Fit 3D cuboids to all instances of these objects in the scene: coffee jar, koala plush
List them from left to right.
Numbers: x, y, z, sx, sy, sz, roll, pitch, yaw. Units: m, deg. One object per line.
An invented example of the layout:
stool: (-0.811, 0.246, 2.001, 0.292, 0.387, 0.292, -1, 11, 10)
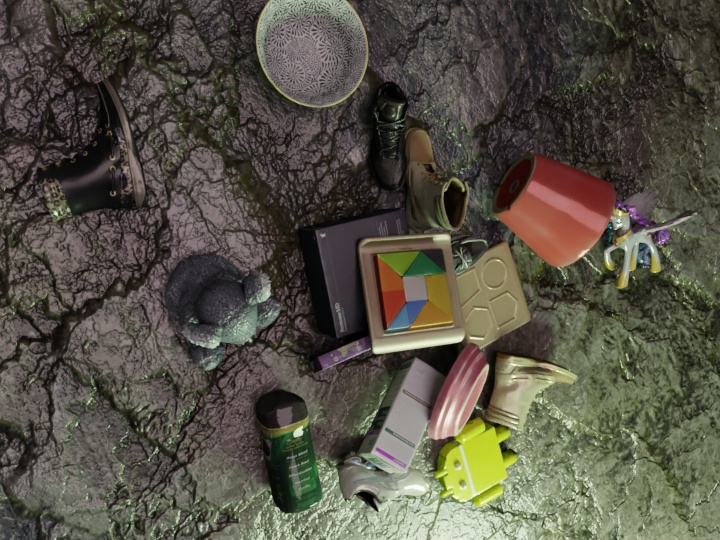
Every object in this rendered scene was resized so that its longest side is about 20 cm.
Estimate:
koala plush: (-0.226, 0.062, 0.986, 0.177, 0.200, 0.185, -38, 107, -15)
coffee jar: (-0.129, 0.320, 1.097, 0.085, 0.104, 0.202, -13, 99, -24)

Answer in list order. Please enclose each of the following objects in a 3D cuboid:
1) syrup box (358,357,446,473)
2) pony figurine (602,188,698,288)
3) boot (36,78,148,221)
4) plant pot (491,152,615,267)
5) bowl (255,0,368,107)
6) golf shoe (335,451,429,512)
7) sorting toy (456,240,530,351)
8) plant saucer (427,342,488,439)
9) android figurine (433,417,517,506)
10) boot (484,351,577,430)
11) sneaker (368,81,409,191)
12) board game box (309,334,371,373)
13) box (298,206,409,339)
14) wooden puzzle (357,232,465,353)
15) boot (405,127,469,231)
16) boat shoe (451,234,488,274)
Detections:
syrup box: (0.080, 0.276, 1.161, 0.081, 0.079, 0.201, 33, 66, -6)
pony figurine: (0.630, -0.085, 1.377, 0.191, 0.167, 0.202, -21, 117, -12)
boot: (-0.429, -0.185, 0.953, 0.152, 0.073, 0.206, -16, 100, -19)
plant pot: (0.379, -0.134, 1.242, 0.176, 0.200, 0.202, 28, 83, -13)
bowl: (-0.095, -0.380, 1.067, 0.199, 0.094, 0.203, -1, 94, -23)
golf shoe: (0.045, 0.422, 1.173, 0.198, 0.098, 0.079, 17, 132, -18)
sorting toy: (0.259, 0.058, 1.282, 0.199, 0.036, 0.187, -26, 103, -24)
plant saucer: (0.197, 0.242, 1.189, 0.050, 0.201, 0.202, 24, 82, 22)
android figurine: (0.242, 0.409, 1.295, 0.198, 0.041, 0.184, -20, 101, -22)
boot: (0.367, 0.267, 1.318, 0.198, 0.073, 0.157, 14, 88, -21)
sneaker: (0.051, -0.249, 1.121, 0.075, 0.114, 0.202, 3, 93, 6)
board game box: (0.008, 0.137, 1.125, 0.198, 0.120, 0.033, -21, 78, -15)
box: (0.000, 0.000, 1.128, 0.180, 0.104, 0.202, -14, 99, -23)
wooden puzzle: (0.094, 0.036, 1.075, 0.183, 0.037, 0.202, -5, 85, -21)
boot: (0.138, -0.174, 1.146, 0.071, 0.154, 0.202, -6, 96, -22)
boat shoe: (0.181, -0.029, 1.178, 0.200, 0.070, 0.073, -34, 111, -46)
